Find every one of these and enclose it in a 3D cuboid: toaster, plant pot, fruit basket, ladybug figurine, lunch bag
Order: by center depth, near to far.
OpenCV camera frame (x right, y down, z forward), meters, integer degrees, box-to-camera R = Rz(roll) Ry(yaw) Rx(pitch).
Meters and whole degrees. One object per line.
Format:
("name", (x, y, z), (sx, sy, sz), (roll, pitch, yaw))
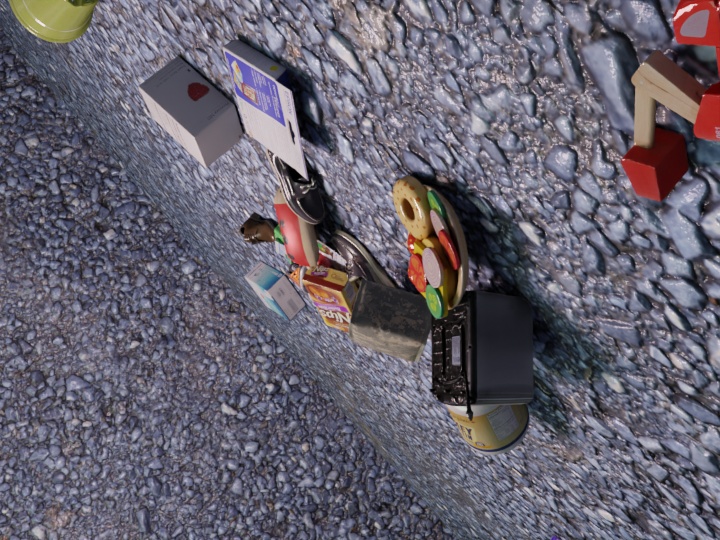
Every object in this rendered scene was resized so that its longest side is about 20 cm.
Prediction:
("toaster", (0.189, 0.136, 1.135), (0.181, 0.116, 0.204), (147, 125, -74))
("lunch bag", (0.062, 0.114, 1.447), (0.161, 0.119, 0.201), (16, 158, 4))
("ladybug figurine", (-0.140, -0.098, 1.527), (0.136, 0.071, 0.204), (-142, 38, -79))
("plant pot", (-0.680, -0.648, 1.607), (0.188, 0.201, 0.201), (2, 135, 49))
("fruit basket", (-0.118, -0.042, 1.679), (0.200, 0.094, 0.186), (42, 163, 9))

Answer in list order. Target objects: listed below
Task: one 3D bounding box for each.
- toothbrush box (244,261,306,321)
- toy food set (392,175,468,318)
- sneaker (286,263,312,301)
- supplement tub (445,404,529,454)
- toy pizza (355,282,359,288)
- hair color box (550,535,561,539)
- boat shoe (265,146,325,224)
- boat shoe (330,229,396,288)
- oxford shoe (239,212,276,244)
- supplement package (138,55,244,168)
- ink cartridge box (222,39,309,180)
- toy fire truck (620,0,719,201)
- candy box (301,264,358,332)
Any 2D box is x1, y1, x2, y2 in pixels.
("toothbrush box", (-0.293, 0.069, 2.392), (0.199, 0.085, 0.147), (26, 153, 55))
("toy food set", (0.107, -0.035, 1.070), (0.198, 0.048, 0.203), (-129, 30, -56))
("sneaker", (-0.164, 0.010, 1.938), (0.112, 0.078, 0.201), (39, 162, 23))
("supplement tub", (0.233, 0.240, 1.333), (0.144, 0.144, 0.201), (28, 155, 48))
("toy pizza", (0.026, 0.094, 1.727), (0.200, 0.032, 0.201), (43, 163, 16))
("hair color box", (0.592, 0.812, 1.875), (0.199, 0.065, 0.110), (24, 151, 58))
("boat shoe", (-0.123, -0.178, 1.413), (0.062, 0.072, 0.202), (13, 137, 57))
("boat shoe", (0.000, 0.000, 1.517), (0.200, 0.065, 0.072), (48, 164, -2))
("oxford shoe", (-0.280, -0.100, 1.974), (0.199, 0.084, 0.073), (19, 147, 56))
("supplement package", (-0.375, -0.354, 1.561), (0.200, 0.121, 0.120), (41, 162, 19))
("ink cartridge box", (-0.156, -0.289, 1.260), (0.199, 0.047, 0.199), (37, 152, 30))
("toy fire truck", (0.265, -0.138, 0.552), (0.140, 0.049, 0.201), (27, 154, 51))
("candy box", (-0.053, 0.075, 1.680), (0.115, 0.057, 0.201), (17, 152, 29))
